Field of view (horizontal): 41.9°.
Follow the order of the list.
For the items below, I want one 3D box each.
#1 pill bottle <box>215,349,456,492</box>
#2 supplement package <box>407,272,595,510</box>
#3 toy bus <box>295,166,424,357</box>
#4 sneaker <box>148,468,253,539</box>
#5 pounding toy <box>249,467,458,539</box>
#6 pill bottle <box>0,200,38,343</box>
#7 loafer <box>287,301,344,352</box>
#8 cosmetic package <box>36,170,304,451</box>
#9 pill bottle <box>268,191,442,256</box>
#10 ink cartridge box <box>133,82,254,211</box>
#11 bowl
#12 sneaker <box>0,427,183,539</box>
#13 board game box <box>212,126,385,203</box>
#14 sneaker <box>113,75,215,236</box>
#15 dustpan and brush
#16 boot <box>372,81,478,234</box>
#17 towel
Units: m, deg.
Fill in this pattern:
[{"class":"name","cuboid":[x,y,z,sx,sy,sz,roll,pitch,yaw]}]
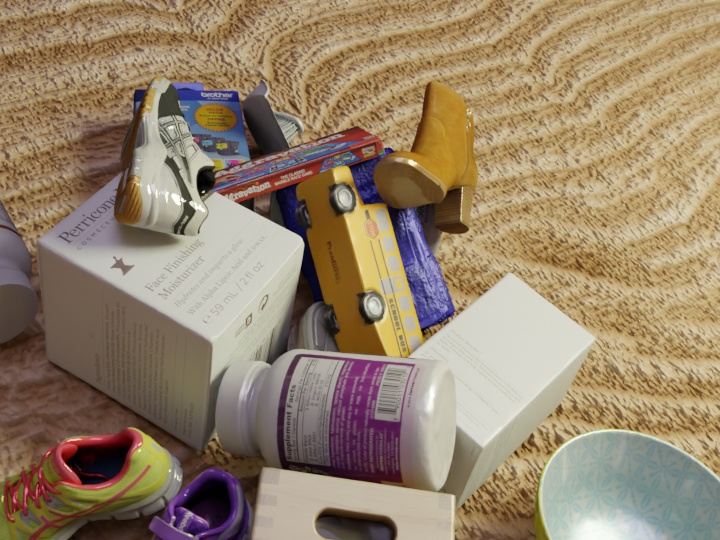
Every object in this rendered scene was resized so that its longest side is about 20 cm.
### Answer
[{"class":"pill bottle","cuboid":[-0.021,0.128,0.819,0.196,0.114,0.113,3,42,19]},{"class":"supplement package","cuboid":[0.124,0.118,0.947,0.116,0.119,0.199,38,51,23]},{"class":"toy bus","cuboid":[0.000,0.000,0.943,0.077,0.065,0.204,-12,85,-44]},{"class":"sneaker","cuboid":[-0.157,0.243,0.783,0.079,0.089,0.201,27,48,11]},{"class":"pounding toy","cuboid":[0.004,0.237,0.780,0.196,0.185,0.145,9,57,-5]},{"class":"pill bottle","cuboid":[-0.404,-0.023,0.955,0.111,0.113,0.201,-20,55,-29]},{"class":"loafer","cuboid":[-0.045,0.133,0.939,0.071,0.063,0.204,22,54,-32]},{"class":"cosmetic package","cuboid":[-0.185,0.029,0.922,0.197,0.167,0.165,27,45,13]},{"class":"pill bottle","cuboid":[-0.007,-0.068,1.094,0.196,0.113,0.114,6,46,-8]},{"class":"ink cartridge box","cuboid":[-0.209,-0.152,1.152,0.134,0.077,0.202,-2,46,-16]},{"class":"bowl","cuboid":[0.242,0.256,0.848,0.196,0.109,0.202,6,41,-5]},{"class":"sneaker","cuboid":[-0.256,0.180,0.796,0.197,0.091,0.079,-21,51,-5]},{"class":"board game box","cuboid":[-0.080,-0.112,1.013,0.196,0.020,0.103,-19,19,-10]},{"class":"sneaker","cuboid":[-0.181,-0.104,0.898,0.086,0.076,0.202,17,42,-22]},{"class":"dustpan and brush","cuboid":[-0.115,-0.191,1.202,0.057,0.141,0.199,-37,33,-17]},{"class":"boot","cuboid":[0.070,-0.134,0.989,0.070,0.200,0.147,-7,72,27]},{"class":"towel","cuboid":[0.006,-0.019,1.009,0.145,0.050,0.204,-21,88,-11]}]
